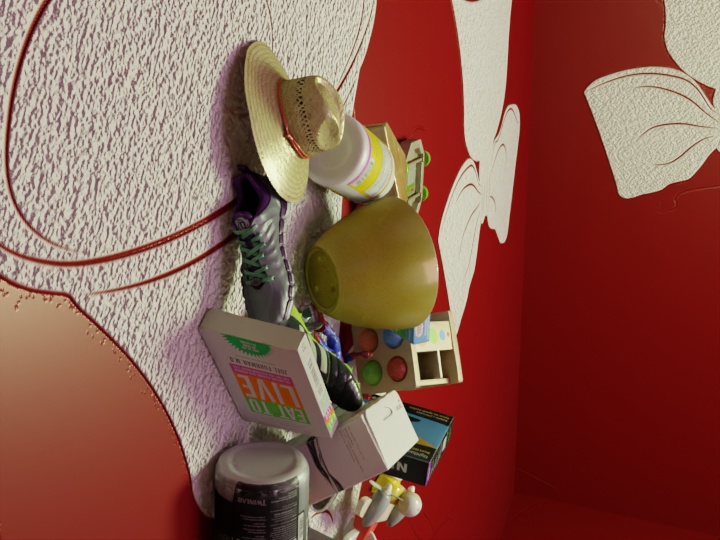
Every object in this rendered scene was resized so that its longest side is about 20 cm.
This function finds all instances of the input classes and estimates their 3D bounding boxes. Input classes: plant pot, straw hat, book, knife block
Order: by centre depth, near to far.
[{"bbox_3d":[-0.065,-0.190,1.108,0.201,0.084,0.204,-11,90,-74],"label":"straw hat"},{"bbox_3d":[-0.107,0.130,1.115,0.201,0.132,0.048,74,35,-48],"label":"book"},{"bbox_3d":[0.000,0.000,1.336,0.140,0.199,0.203,-11,112,-32],"label":"plant pot"},{"bbox_3d":[0.038,-0.126,1.492,0.200,0.063,0.178,47,39,-67],"label":"knife block"}]

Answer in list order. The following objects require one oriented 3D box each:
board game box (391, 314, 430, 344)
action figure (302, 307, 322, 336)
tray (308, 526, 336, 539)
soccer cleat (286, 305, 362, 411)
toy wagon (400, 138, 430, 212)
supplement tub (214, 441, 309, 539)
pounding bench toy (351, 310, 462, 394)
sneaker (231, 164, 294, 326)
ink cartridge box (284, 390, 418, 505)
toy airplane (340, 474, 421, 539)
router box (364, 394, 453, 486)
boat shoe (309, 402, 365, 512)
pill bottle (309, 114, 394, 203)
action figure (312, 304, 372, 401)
[{"bbox_3d":[0.043,0.011,1.442,0.036,0.199,0.154,-11,113,-29],"label":"board game box"},{"bbox_3d":[-0.079,0.172,1.346,0.119,0.054,0.202,-61,156,-53],"label":"action figure"},{"bbox_3d":[-0.089,0.401,1.228,0.022,0.199,0.109,11,86,-39],"label":"tray"},{"bbox_3d":[-0.076,0.122,1.203,0.201,0.067,0.081,51,49,-8],"label":"soccer cleat"},{"bbox_3d":[0.092,-0.149,1.738,0.155,0.039,0.203,-35,130,-65],"label":"toy wagon"},{"bbox_3d":[-0.126,0.334,1.155,0.122,0.121,0.203,-35,131,-65],"label":"supplement tub"},{"bbox_3d":[0.047,0.149,1.567,0.155,0.198,0.126,2,77,-49],"label":"pounding bench toy"},{"bbox_3d":[-0.131,-0.024,1.090,0.087,0.073,0.203,26,56,-59],"label":"sneaker"},{"bbox_3d":[-0.036,0.257,1.259,0.085,0.198,0.144,62,21,3],"label":"ink cartridge box"},{"bbox_3d":[0.042,0.432,1.653,0.200,0.139,0.202,-55,148,-54],"label":"toy airplane"},{"bbox_3d":[0.041,0.272,1.497,0.149,0.197,0.052,-45,145,-60],"label":"router box"},{"bbox_3d":[-0.042,0.294,1.396,0.086,0.074,0.204,-75,-172,-65],"label":"boat shoe"},{"bbox_3d":[-0.011,-0.159,1.334,0.200,0.103,0.106,19,79,-71],"label":"pill bottle"},{"bbox_3d":[-0.021,0.140,1.437,0.201,0.098,0.066,78,28,-49],"label":"action figure"}]
